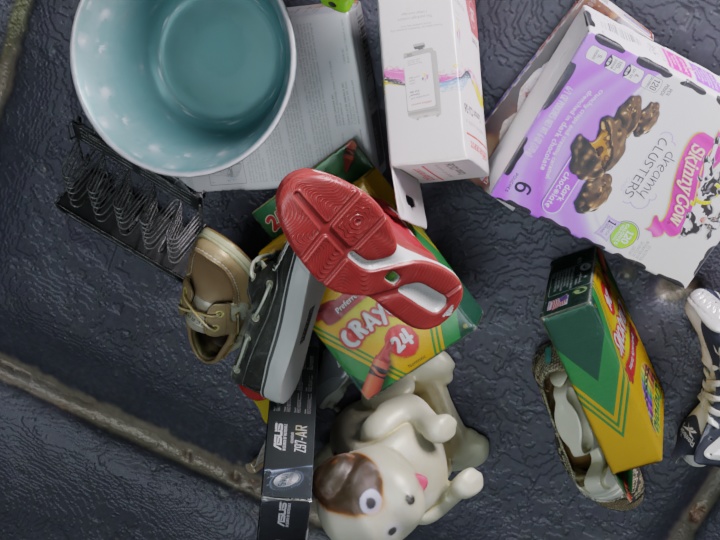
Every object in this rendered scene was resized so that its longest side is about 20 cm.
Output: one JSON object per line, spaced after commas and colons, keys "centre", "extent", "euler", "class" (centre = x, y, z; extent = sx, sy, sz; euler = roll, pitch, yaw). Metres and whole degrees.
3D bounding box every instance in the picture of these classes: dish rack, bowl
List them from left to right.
{"centre": [-0.211, -0.065, 1.254], "extent": [0.153, 0.200, 0.055], "euler": [29, 75, 0], "class": "dish rack"}
{"centre": [-0.136, -0.184, 1.165], "extent": [0.200, 0.105, 0.201], "euler": [3, 100, 15], "class": "bowl"}

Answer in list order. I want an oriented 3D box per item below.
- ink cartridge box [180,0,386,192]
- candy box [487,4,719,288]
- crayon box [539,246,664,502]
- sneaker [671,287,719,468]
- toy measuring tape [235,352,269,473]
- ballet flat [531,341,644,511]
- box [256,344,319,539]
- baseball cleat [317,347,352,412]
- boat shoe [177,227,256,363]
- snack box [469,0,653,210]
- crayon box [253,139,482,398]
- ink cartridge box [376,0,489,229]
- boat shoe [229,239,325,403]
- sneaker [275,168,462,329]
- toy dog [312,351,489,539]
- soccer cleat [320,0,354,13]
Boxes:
{"centre": [-0.085, -0.156, 1.255], "extent": [0.200, 0.050, 0.163], "euler": [-2, 113, 19], "class": "ink cartridge box"}
{"centre": [0.236, -0.103, 1.167], "extent": [0.200, 0.072, 0.168], "euler": [25, 117, -10], "class": "candy box"}
{"centre": [0.230, 0.093, 1.242], "extent": [0.051, 0.127, 0.200], "euler": [-20, 108, 20], "class": "crayon box"}
{"centre": [0.327, 0.121, 1.256], "extent": [0.129, 0.080, 0.199], "euler": [-36, 112, 15], "class": "sneaker"}
{"centre": [-0.100, 0.122, 1.370], "extent": [0.073, 0.074, 0.200], "euler": [24, 132, 2], "class": "toy measuring tape"}
{"centre": [0.215, 0.164, 1.304], "extent": [0.068, 0.075, 0.200], "euler": [-20, 107, 19], "class": "ballet flat"}
{"centre": [-0.068, 0.190, 1.244], "extent": [0.043, 0.200, 0.160], "euler": [5, 128, -3], "class": "box"}
{"centre": [-0.010, 0.037, 1.315], "extent": [0.106, 0.070, 0.200], "euler": [37, 109, 7], "class": "baseball cleat"}
{"centre": [-0.134, 0.032, 1.274], "extent": [0.074, 0.066, 0.200], "euler": [33, 157, 17], "class": "boat shoe"}
{"centre": [0.168, -0.149, 1.206], "extent": [0.072, 0.024, 0.200], "euler": [35, 116, -6], "class": "snack box"}
{"centre": [0.000, 0.000, 1.227], "extent": [0.127, 0.051, 0.200], "euler": [-36, 95, 21], "class": "crayon box"}
{"centre": [0.064, -0.140, 1.143], "extent": [0.067, 0.116, 0.201], "euler": [-5, 86, 15], "class": "ink cartridge box"}
{"centre": [-0.068, 0.017, 1.174], "extent": [0.064, 0.071, 0.200], "euler": [21, 107, 12], "class": "boat shoe"}
{"centre": [-0.011, -0.031, 1.105], "extent": [0.078, 0.116, 0.200], "euler": [-45, 127, 4], "class": "sneaker"}
{"centre": [0.019, 0.183, 1.288], "extent": [0.193, 0.200, 0.140], "euler": [-9, 110, 16], "class": "toy dog"}
{"centre": [0.011, -0.290, 1.102], "extent": [0.067, 0.200, 0.081], "euler": [22, 143, 8], "class": "soccer cleat"}
